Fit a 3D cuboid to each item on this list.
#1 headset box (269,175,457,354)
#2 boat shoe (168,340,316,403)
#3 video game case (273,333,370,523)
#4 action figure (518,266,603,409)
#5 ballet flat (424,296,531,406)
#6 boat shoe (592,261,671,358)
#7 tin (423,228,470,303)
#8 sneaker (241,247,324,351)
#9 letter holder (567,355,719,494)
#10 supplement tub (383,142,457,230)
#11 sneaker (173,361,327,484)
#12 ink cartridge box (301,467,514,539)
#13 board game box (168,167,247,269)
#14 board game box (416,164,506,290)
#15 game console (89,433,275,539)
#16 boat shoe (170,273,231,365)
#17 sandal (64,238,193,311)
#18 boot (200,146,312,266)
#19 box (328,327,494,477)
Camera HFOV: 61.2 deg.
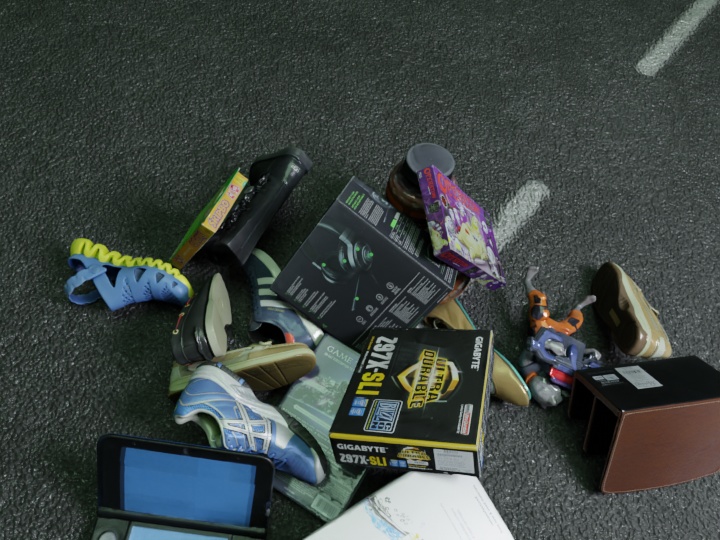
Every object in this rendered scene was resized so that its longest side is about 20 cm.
[{"bbox_3d":[0.000,0.000,0.821,0.200,0.174,0.093,36,31,-6],"label":"headset box"},{"bbox_3d":[-0.156,0.122,0.794,0.200,0.073,0.063,-18,53,12],"label":"boat shoe"},{"bbox_3d":[-0.039,0.200,0.784,0.143,0.019,0.200,29,70,12],"label":"video game case"},{"bbox_3d":[0.296,0.116,0.898,0.200,0.105,0.194,33,58,-21],"label":"action figure"},{"bbox_3d":[0.160,0.124,0.873,0.063,0.069,0.200,-26,53,-14],"label":"ballet flat"},{"bbox_3d":[0.415,0.064,0.931,0.076,0.072,0.200,16,38,-7],"label":"boat shoe"},{"bbox_3d":[0.063,-0.002,0.896,0.199,0.112,0.042,-7,27,8],"label":"tin"},{"bbox_3d":[-0.137,0.051,0.870,0.084,0.075,0.200,-30,61,-21],"label":"sneaker"},{"bbox_3d":[0.395,0.210,0.830,0.199,0.143,0.101,-4,23,-15],"label":"letter holder"},{"bbox_3d":[0.086,-0.096,0.926,0.106,0.200,0.107,4,55,-6],"label":"supplement tub"},{"bbox_3d":[-0.130,0.196,0.717,0.200,0.076,0.077,35,46,0],"label":"sneaker"},{"bbox_3d":[0.042,0.314,0.660,0.199,0.147,0.145,-24,70,-23],"label":"ink cartridge box"},{"bbox_3d":[-0.218,-0.071,0.867,0.030,0.200,0.096,33,61,-15],"label":"board game box"},{"bbox_3d":[0.142,-0.052,0.830,0.032,0.200,0.120,-25,65,25],"label":"board game box"},{"bbox_3d":[-0.205,0.291,0.665,0.199,0.119,0.171,8,54,-2],"label":"game console"},{"bbox_3d":[-0.210,0.059,0.816,0.063,0.074,0.201,-16,22,0],"label":"boat shoe"},{"bbox_3d":[-0.334,0.023,0.864,0.199,0.080,0.087,12,58,10],"label":"sandal"},{"bbox_3d":[-0.172,-0.089,0.934,0.066,0.165,0.200,38,65,-21],"label":"boot"},{"bbox_3d":[0.068,0.142,0.706,0.159,0.050,0.200,-1,30,19],"label":"box"}]
